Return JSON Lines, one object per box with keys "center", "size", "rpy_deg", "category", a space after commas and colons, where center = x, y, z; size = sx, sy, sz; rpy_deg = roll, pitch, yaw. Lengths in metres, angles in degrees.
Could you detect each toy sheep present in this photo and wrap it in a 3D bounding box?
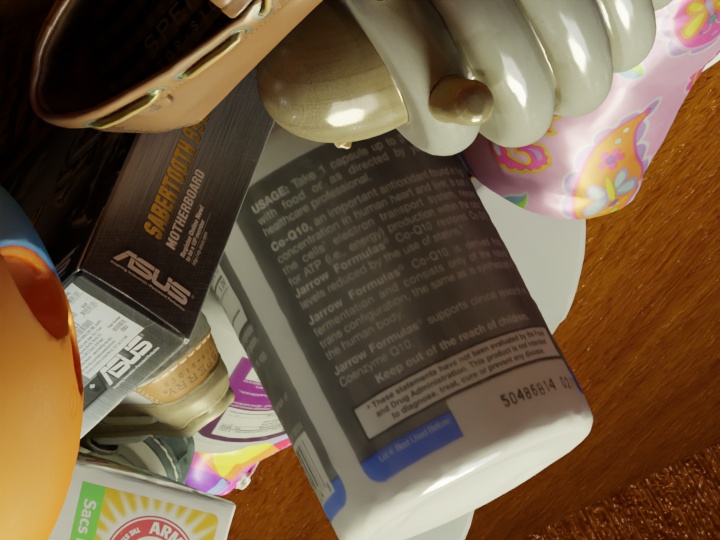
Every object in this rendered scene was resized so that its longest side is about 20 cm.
{"center": [0.050, -0.109, 0.937], "size": [0.200, 0.138, 0.138], "rpy_deg": [-31, 168, -9], "category": "toy sheep"}

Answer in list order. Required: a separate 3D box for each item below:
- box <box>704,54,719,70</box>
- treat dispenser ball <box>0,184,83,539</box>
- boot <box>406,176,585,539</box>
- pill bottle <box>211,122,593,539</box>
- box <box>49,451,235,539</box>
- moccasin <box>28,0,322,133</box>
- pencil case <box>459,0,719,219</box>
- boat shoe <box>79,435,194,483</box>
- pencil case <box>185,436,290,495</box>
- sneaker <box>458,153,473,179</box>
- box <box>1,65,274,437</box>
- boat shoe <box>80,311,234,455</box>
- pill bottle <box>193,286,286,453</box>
{"center": [0.117, -0.118, 1.151], "size": [0.200, 0.049, 0.082], "rpy_deg": [-34, 138, 24], "category": "box"}
{"center": [-0.186, 0.040, 0.850], "size": [0.201, 0.201, 0.201], "rpy_deg": [-27, 167, -6], "category": "treat dispenser ball"}
{"center": [0.033, 0.033, 1.222], "size": [0.200, 0.073, 0.096], "rpy_deg": [-67, -160, 10], "category": "boot"}
{"center": [0.000, 0.000, 1.093], "size": [0.114, 0.200, 0.114], "rpy_deg": [-26, 167, -6], "category": "pill bottle"}
{"center": [-0.135, 0.173, 1.127], "size": [0.101, 0.200, 0.112], "rpy_deg": [16, 175, -17], "category": "box"}
{"center": [-0.044, -0.111, 0.854], "size": [0.078, 0.074, 0.201], "rpy_deg": [-21, 167, -45], "category": "moccasin"}
{"center": [0.107, -0.111, 1.058], "size": [0.087, 0.087, 0.200], "rpy_deg": [-18, 148, -38], "category": "pencil case"}
{"center": [-0.152, 0.128, 1.271], "size": [0.200, 0.073, 0.062], "rpy_deg": [-37, -177, 31], "category": "boat shoe"}
{"center": [-0.026, 0.050, 1.509], "size": [0.200, 0.088, 0.088], "rpy_deg": [-32, 167, 12], "category": "pencil case"}
{"center": [0.017, -0.028, 1.305], "size": [0.078, 0.077, 0.200], "rpy_deg": [-19, 163, -31], "category": "sneaker"}
{"center": [-0.108, 0.001, 1.013], "size": [0.200, 0.048, 0.159], "rpy_deg": [-40, -156, 45], "category": "box"}
{"center": [-0.114, 0.046, 1.174], "size": [0.075, 0.068, 0.200], "rpy_deg": [-41, -169, -19], "category": "boat shoe"}
{"center": [-0.051, 0.016, 1.251], "size": [0.112, 0.112, 0.200], "rpy_deg": [-23, 167, -21], "category": "pill bottle"}
